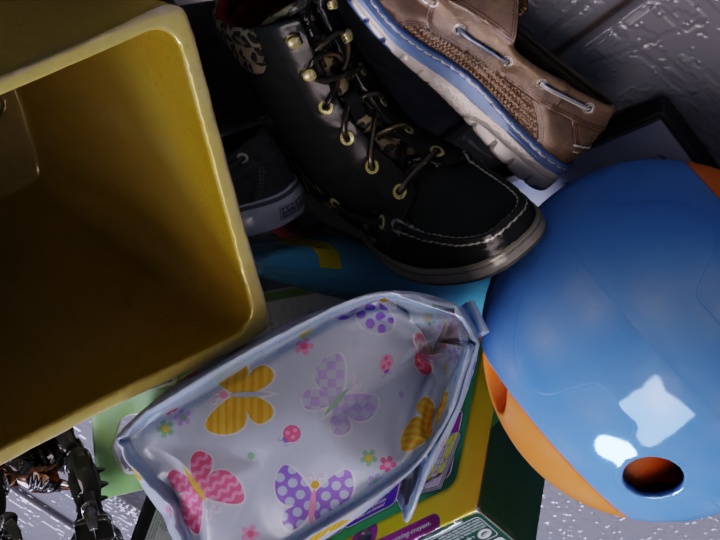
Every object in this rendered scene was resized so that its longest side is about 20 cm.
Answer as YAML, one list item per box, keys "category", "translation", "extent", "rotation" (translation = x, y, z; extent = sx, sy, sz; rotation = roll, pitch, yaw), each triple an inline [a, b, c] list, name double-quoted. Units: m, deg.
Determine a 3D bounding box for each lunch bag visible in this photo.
- category: "lunch bag"
  translation: [-0.019, 0.085, 1.118]
  extent: [0.199, 0.170, 0.128]
  rotation: [-32, 89, -4]

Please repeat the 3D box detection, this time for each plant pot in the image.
- category: "plant pot"
  translation: [-0.193, -0.046, 1.071]
  extent: [0.195, 0.200, 0.195]
  rotation: [-25, 123, -19]

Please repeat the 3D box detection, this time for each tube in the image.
- category: "tube"
  translation: [0.000, 0.000, 1.206]
  extent: [0.199, 0.051, 0.077]
  rotation: [5, 177, -34]

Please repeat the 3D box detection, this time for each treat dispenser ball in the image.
- category: "treat dispenser ball"
  translation: [0.166, 0.039, 1.134]
  extent: [0.199, 0.202, 0.202]
  rotation: [7, 136, 7]

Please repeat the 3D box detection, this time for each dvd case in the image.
- category: "dvd case"
  translation: [0.176, -0.010, 1.240]
  extent: [0.142, 0.018, 0.200]
  rotation: [-22, 125, 32]

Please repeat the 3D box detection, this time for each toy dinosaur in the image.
- category: "toy dinosaur"
  translation: [-0.206, 0.104, 1.207]
  extent: [0.101, 0.137, 0.200]
  rotation: [-13, 163, -3]

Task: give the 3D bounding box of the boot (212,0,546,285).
- category: "boot"
  translation: [0.004, -0.080, 1.120]
  extent: [0.203, 0.073, 0.154]
  rotation: [25, 151, 52]

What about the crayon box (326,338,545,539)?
- category: "crayon box"
  translation: [0.034, 0.137, 1.311]
  extent: [0.058, 0.173, 0.200]
  rotation: [40, 130, -23]

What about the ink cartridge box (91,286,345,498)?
- category: "ink cartridge box"
  translation: [-0.075, 0.070, 1.260]
  extent: [0.199, 0.060, 0.104]
  rotation: [-12, 142, -15]

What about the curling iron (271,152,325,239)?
- category: "curling iron"
  translation: [-0.009, -0.009, 1.280]
  extent: [0.049, 0.026, 0.200]
  rotation: [-26, 124, 37]

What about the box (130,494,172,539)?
- category: "box"
  translation: [-0.104, 0.164, 1.352]
  extent: [0.049, 0.201, 0.158]
  rotation: [10, 136, 7]

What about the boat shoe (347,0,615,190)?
- category: "boat shoe"
  translation: [0.059, -0.137, 1.112]
  extent: [0.072, 0.072, 0.200]
  rotation: [-41, 110, 18]

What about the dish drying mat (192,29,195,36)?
- category: "dish drying mat"
  translation: [-0.153, -0.089, 1.198]
  extent: [0.076, 0.018, 0.200]
  rotation: [11, 146, -12]

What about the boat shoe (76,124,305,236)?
- category: "boat shoe"
  translation: [-0.127, -0.047, 1.200]
  extent: [0.199, 0.069, 0.057]
  rotation: [-8, 115, 25]

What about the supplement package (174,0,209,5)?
- category: "supplement package"
  translation: [-0.008, -0.224, 0.996]
  extent: [0.199, 0.120, 0.122]
  rotation: [-6, 132, 19]
